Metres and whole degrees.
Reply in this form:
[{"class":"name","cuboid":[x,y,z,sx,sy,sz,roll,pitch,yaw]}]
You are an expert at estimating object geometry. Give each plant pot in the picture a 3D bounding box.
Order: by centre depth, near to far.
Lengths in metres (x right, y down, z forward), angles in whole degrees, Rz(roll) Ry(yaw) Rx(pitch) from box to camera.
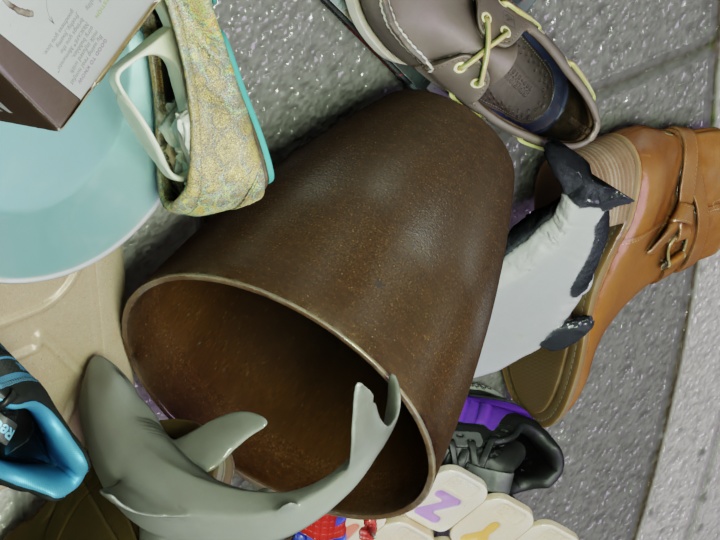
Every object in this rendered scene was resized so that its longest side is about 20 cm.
[{"class":"plant pot","cuboid":[0.000,0.000,1.171,0.200,0.187,0.187,-57,143,-33]}]

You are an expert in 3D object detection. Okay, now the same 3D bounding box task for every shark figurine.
[{"class":"shark figurine","cuboid":[-0.077,0.105,1.045,0.089,0.214,0.128,17,77,-51]}]

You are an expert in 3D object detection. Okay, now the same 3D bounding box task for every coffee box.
[{"class":"coffee box","cuboid":[-0.197,-0.155,0.908,0.200,0.114,0.080,46,69,-36]}]

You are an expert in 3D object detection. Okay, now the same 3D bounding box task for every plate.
[{"class":"plate","cuboid":[-0.167,-0.094,1.035,0.200,0.026,0.200,-5,98,-37]}]

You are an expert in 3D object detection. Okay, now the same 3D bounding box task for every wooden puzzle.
[{"class":"wooden puzzle","cuboid":[-0.207,0.035,1.099,0.200,0.046,0.185,-26,130,-34]}]

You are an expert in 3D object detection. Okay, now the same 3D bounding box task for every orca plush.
[{"class":"orca plush","cuboid":[0.097,-0.016,1.298,0.105,0.071,0.200,6,141,-5]}]

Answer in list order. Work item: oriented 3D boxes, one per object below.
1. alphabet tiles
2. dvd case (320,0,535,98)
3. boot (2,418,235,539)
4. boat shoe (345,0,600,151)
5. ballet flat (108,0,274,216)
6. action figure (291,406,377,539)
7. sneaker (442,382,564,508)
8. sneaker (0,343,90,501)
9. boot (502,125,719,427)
[{"class":"alphabet tiles","cuboid":[0.033,0.202,1.343,0.200,0.015,0.196,32,122,-29]},{"class":"dvd case","cuboid":[0.036,-0.192,1.188,0.146,0.022,0.200,-53,136,-2]},{"class":"boot","cuboid":[-0.107,0.157,1.203,0.200,0.072,0.155,-41,145,26]},{"class":"boat shoe","cuboid":[0.067,-0.124,1.197,0.072,0.060,0.200,-55,138,1]},{"class":"ballet flat","cuboid":[-0.096,-0.119,1.035,0.071,0.071,0.200,-24,110,-29]},{"class":"action figure","cuboid":[-0.025,0.178,1.245,0.065,0.099,0.200,6,116,1]},{"class":"sneaker","cuboid":[0.050,0.111,1.324,0.200,0.100,0.070,0,113,-42]},{"class":"sneaker","cuboid":[-0.198,0.044,1.014,0.073,0.082,0.200,-54,139,-7]},{"class":"boot","cuboid":[0.174,0.002,1.391,0.155,0.074,0.200,-14,126,-40]}]
